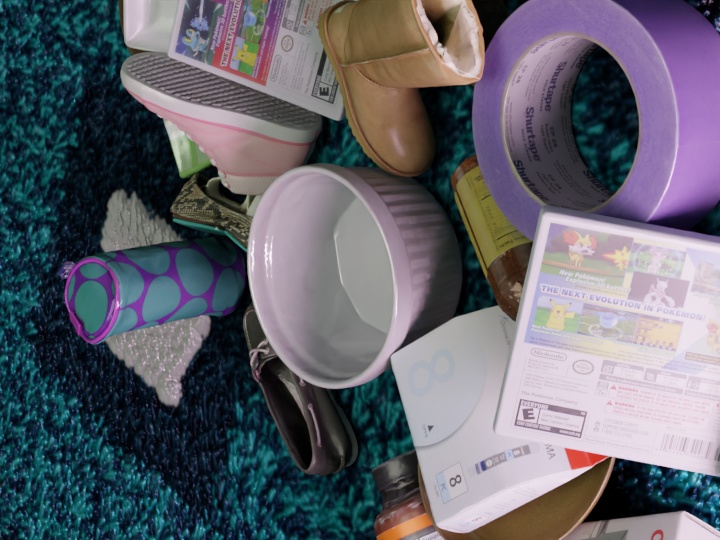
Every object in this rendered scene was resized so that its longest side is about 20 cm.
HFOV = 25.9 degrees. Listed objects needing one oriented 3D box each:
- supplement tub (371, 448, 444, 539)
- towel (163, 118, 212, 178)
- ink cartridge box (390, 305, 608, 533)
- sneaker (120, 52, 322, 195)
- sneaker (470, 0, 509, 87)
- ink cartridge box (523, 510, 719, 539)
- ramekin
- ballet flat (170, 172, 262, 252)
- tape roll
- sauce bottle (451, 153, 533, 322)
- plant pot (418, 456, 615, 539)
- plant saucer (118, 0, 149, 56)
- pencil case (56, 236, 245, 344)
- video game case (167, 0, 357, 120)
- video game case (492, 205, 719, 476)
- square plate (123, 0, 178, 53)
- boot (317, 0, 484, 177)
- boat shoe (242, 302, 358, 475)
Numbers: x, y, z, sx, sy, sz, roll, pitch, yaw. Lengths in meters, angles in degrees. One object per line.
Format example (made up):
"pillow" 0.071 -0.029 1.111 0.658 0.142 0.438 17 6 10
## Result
"supplement tub" 0.079 0.255 1.371 0.107 0.107 0.200 -36 71 45
"towel" -0.170 -0.208 1.603 0.149 0.031 0.200 -22 82 48
"ink cartridge box" 0.127 0.098 1.257 0.200 0.047 0.160 -34 54 29
"sneaker" -0.142 -0.132 1.505 0.200 0.075 0.105 20 130 2
"sneaker" 0.058 -0.228 1.326 0.200 0.067 0.090 59 152 7
"ink cartridge box" 0.189 0.276 1.221 0.200 0.084 0.146 -20 45 48
"ramekin" 0.000 0.000 1.404 0.200 0.105 0.200 13 108 46
"ballet flat" -0.116 -0.055 1.557 0.200 0.068 0.075 26 94 44
"tape roll" 0.185 -0.115 1.193 0.200 0.085 0.200 11 105 46
"sauce bottle" 0.129 -0.006 1.255 0.066 0.066 0.200 -51 45 41
"plant pot" 0.133 0.145 1.291 0.200 0.027 0.200 -21 56 35
"plant saucer" -0.167 -0.265 1.551 0.200 0.029 0.200 4 98 32
"pencil case" -0.203 0.017 1.560 0.092 0.200 0.085 -37 74 34
"video game case" -0.074 -0.258 1.429 0.182 0.023 0.200 22 118 9
"video game case" 0.212 0.056 1.150 0.200 0.022 0.183 11 112 1
"square plate" -0.128 -0.292 1.465 0.200 0.028 0.198 11 116 16
"boot" 0.044 -0.156 1.278 0.175 0.066 0.200 59 161 -14
"boat shoe" -0.071 0.112 1.541 0.200 0.057 0.067 59 134 21
